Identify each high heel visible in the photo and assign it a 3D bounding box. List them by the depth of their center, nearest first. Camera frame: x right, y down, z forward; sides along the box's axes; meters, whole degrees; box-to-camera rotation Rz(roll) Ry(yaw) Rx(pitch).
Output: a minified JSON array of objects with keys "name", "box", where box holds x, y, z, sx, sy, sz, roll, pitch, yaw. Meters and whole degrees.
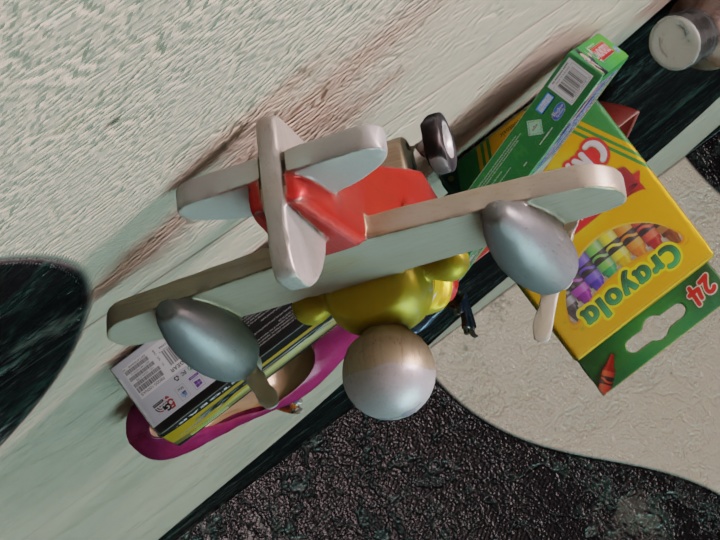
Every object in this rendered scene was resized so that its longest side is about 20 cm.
[{"name":"high heel","box":[-0.074,0.076,1.332,0.199,0.068,0.096,-33,-176,-13]}]

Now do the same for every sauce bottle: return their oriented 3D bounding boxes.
[{"name":"sauce bottle","box":[0.269,-0.187,1.433,0.065,0.065,0.200,-41,172,32]}]

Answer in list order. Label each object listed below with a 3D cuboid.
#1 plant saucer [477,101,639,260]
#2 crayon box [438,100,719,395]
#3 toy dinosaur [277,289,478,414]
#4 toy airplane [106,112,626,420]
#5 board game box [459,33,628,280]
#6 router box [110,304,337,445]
[{"name":"plant saucer","box":[0.156,-0.079,1.696,0.199,0.037,0.200,-38,173,0]},{"name":"crayon box","box":[0.165,-0.026,1.363,0.127,0.201,0.051,-38,174,2]},{"name":"toy dinosaur","box":[0.000,0.046,1.516,0.180,0.106,0.200,-18,-166,20]},{"name":"toy airplane","box":[0.000,0.000,0.872,0.198,0.142,0.200,-12,176,-27]},{"name":"board game box","box":[0.101,-0.064,1.255,0.201,0.029,0.135,-54,176,18]},{"name":"router box","box":[-0.056,0.028,1.178,0.199,0.052,0.157,-37,175,-5]}]
